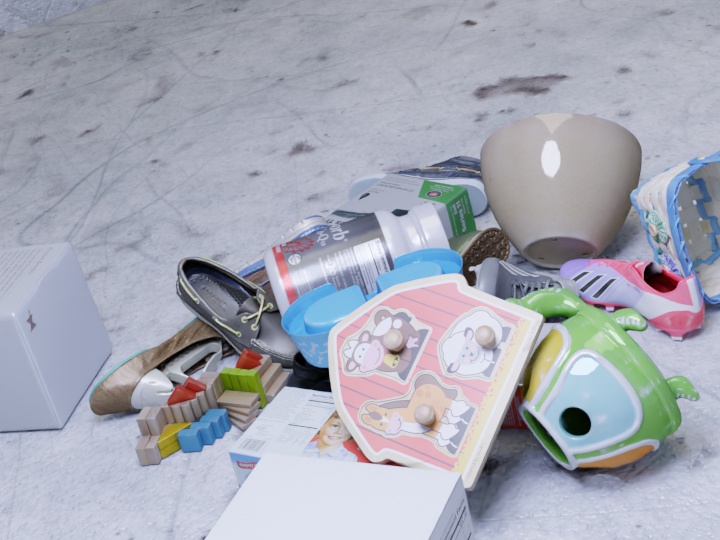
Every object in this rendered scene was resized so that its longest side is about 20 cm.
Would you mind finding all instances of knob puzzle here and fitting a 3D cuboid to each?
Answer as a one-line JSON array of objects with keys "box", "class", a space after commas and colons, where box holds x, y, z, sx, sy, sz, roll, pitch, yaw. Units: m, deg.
[{"box": [0.050, 0.088, 1.165, 0.218, 0.030, 0.221, -9, 64, 19], "class": "knob puzzle"}]

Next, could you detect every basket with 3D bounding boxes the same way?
[{"box": [0.406, -0.046, 1.361, 0.139, 0.177, 0.200, -30, 14, -27], "class": "basket"}]

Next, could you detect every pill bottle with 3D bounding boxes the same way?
[{"box": [0.000, 0.000, 1.391, 0.199, 0.116, 0.116, -19, 29, -2], "class": "pill bottle"}]

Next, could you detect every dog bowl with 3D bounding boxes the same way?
[{"box": [0.019, 0.041, 1.289, 0.199, 0.050, 0.112, -22, 24, -2], "class": "dog bowl"}]

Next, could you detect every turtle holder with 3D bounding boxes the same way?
[{"box": [0.213, 0.103, 1.167, 0.132, 0.186, 0.141, -38, 19, -9], "class": "turtle holder"}]

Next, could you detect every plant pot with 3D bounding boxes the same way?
[{"box": [0.244, -0.082, 1.505, 0.199, 0.200, 0.135, -4, 64, 17], "class": "plant pot"}]

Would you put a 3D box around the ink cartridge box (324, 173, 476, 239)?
[{"box": [0.031, -0.038, 1.595, 0.146, 0.083, 0.200, 14, 40, 42], "class": "ink cartridge box"}]

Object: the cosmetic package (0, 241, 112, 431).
[{"box": [-0.443, 0.083, 1.499, 0.199, 0.167, 0.168, -5, 30, 17], "class": "cosmetic package"}]

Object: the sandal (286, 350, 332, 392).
[{"box": [-0.033, 0.097, 1.342, 0.075, 0.048, 0.200, -49, 15, -23], "class": "sandal"}]

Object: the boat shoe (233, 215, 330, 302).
[{"box": [-0.107, 0.020, 1.517, 0.200, 0.072, 0.073, -42, 62, 21], "class": "boat shoe"}]

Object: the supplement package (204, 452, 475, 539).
[{"box": [-0.019, 0.255, 1.066, 0.199, 0.111, 0.156, 2, 32, 26], "class": "supplement package"}]

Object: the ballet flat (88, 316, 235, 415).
[{"box": [-0.224, 0.120, 1.460, 0.072, 0.068, 0.200, 32, 46, 29], "class": "ballet flat"}]

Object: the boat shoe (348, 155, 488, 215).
[{"box": [0.088, -0.116, 1.733, 0.199, 0.071, 0.091, 3, 31, 15], "class": "boat shoe"}]

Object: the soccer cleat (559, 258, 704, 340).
[{"box": [0.304, 0.012, 1.393, 0.066, 0.077, 0.200, -26, 32, -28], "class": "soccer cleat"}]

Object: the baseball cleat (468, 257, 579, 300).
[{"box": [0.186, 0.021, 1.372, 0.106, 0.070, 0.200, 3, 4, 19], "class": "baseball cleat"}]

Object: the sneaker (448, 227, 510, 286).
[{"box": [0.089, 0.019, 1.502, 0.200, 0.067, 0.090, -38, 13, -20], "class": "sneaker"}]

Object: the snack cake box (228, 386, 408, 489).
[{"box": [-0.016, 0.185, 1.234, 0.199, 0.068, 0.115, 5, 32, 31], "class": "snack cake box"}]

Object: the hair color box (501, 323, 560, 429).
[{"box": [0.112, 0.110, 1.318, 0.199, 0.064, 0.111, 1, 34, 23], "class": "hair color box"}]

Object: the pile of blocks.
[{"box": [-0.166, 0.145, 1.377, 0.200, 0.062, 0.082, -33, 34, -30], "class": "pile of blocks"}]

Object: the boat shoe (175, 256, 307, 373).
[{"box": [-0.137, 0.051, 1.458, 0.201, 0.060, 0.072, 32, 66, 17], "class": "boat shoe"}]
